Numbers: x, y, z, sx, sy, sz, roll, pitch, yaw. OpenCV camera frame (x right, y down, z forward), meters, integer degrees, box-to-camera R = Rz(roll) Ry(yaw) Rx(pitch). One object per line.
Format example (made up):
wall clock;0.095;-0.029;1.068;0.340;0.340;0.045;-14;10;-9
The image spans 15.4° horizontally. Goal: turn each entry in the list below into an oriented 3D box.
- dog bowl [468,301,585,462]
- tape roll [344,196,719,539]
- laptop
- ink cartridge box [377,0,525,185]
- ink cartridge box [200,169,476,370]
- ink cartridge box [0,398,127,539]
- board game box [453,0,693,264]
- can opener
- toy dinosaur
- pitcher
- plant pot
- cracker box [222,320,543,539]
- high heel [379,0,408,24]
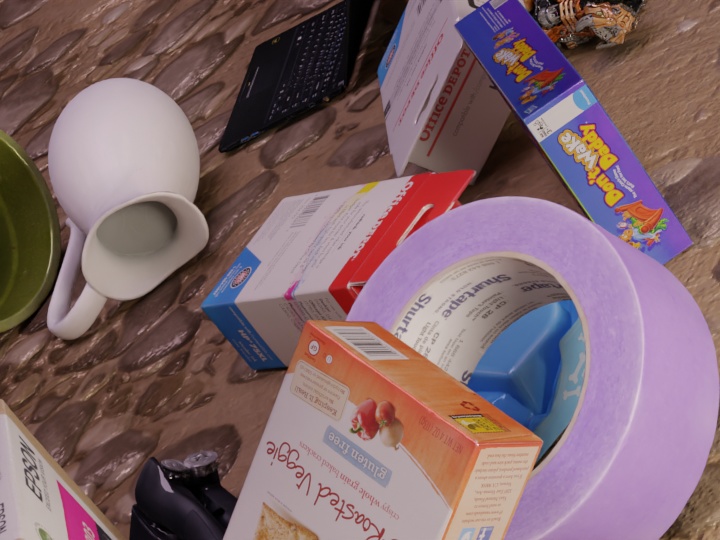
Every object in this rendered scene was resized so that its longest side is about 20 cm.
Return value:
dog bowl;0.074;0.082;1.576;0.200;0.050;0.111;-49;26;-23
tape roll;0.085;0.067;1.427;0.200;0.085;0.200;-14;66;33
laptop;-0.048;-0.218;2.219;0.200;0.103;0.177;-25;26;25
ink cartridge box;0.069;-0.141;1.907;0.200;0.068;0.116;-96;29;-63
ink cartridge box;0.000;0.000;1.802;0.200;0.067;0.116;-7;38;49
ink cartridge box;-0.166;0.183;1.428;0.075;0.165;0.200;-35;25;5
board game box;0.133;-0.089;1.700;0.045;0.135;0.200;-35;24;4
can opener;-0.087;0.164;1.654;0.063;0.079;0.200;-4;14;-27
toy dinosaur;0.152;-0.220;1.975;0.200;0.102;0.136;29;83;41
pitcher;-0.201;-0.051;2.132;0.172;0.121;0.200;-45;32;20
plant pot;-0.383;-0.012;2.238;0.190;0.200;0.200;-29;22;49
cracker box;-0.002;0.143;1.374;0.134;0.058;0.200;34;111;38
high heel;0.095;-0.264;2.155;0.200;0.067;0.096;-26;33;54
